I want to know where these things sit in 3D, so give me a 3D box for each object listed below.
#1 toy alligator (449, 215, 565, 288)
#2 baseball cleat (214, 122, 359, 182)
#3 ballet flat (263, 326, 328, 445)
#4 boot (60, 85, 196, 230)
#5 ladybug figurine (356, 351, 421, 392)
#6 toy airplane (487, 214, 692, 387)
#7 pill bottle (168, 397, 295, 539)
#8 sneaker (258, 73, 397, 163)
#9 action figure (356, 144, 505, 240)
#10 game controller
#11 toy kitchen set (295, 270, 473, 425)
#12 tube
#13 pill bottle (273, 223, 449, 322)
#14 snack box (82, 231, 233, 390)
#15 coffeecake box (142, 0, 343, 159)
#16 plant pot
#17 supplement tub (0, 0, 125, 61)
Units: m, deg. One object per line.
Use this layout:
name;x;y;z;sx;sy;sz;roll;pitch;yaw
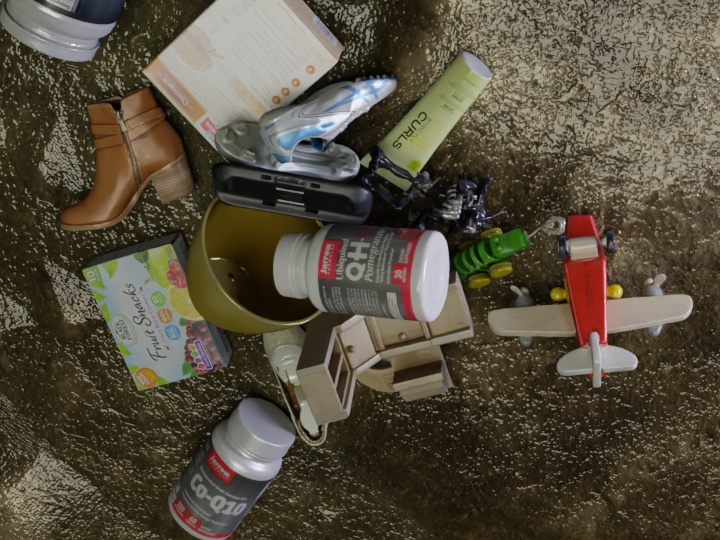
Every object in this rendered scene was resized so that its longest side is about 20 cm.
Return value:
toy alligator;0.173;-0.026;1.470;0.200;0.054;0.060;-30;67;42
baseball cleat;-0.102;-0.130;1.447;0.199;0.070;0.106;11;150;-25
ballet flat;-0.085;0.159;1.612;0.067;0.062;0.201;-20;111;0
boot;-0.332;-0.145;1.504;0.199;0.077;0.156;-18;112;12
ladybug figurine;0.024;0.075;1.556;0.135;0.072;0.201;-17;110;13
toy airplane;0.297;0.054;1.473;0.200;0.141;0.199;39;87;12
pill bottle;-0.186;0.289;1.657;0.114;0.114;0.200;32;114;-7
sneaker;-0.036;-0.193;1.406;0.200;0.072;0.073;-29;110;-26
action figure;0.091;-0.082;1.454;0.199;0.102;0.119;21;135;-15
game controller;-0.084;-0.096;1.397;0.199;0.042;0.104;9;156;0
toy kitchen set;0.048;0.129;1.439;0.199;0.181;0.164;-15;111;12
tube;0.088;-0.187;1.447;0.058;0.052;0.200;51;120;16
pill bottle;0.000;0.000;1.387;0.199;0.111;0.111;5;115;20
snack box;-0.284;0.059;1.603;0.142;0.053;0.201;-15;111;15
coffeecake box;-0.147;-0.265;1.429;0.200;0.073;0.154;-38;106;21
plant pot;-0.151;0.005;1.502;0.200;0.200;0.142;42;138;-11
supplement tub;-0.343;-0.371;1.373;0.140;0.140;0.200;28;115;-5
